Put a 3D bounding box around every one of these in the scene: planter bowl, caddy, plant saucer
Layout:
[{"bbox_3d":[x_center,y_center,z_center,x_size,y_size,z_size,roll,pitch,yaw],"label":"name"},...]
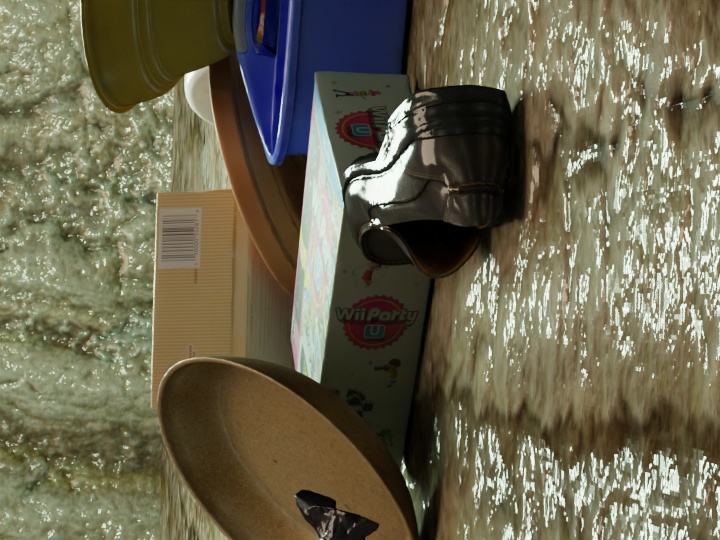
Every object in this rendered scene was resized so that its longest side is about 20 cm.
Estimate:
[{"bbox_3d":[-0.114,-0.200,1.641,0.200,0.083,0.201,7,-90,-76],"label":"planter bowl"},{"bbox_3d":[-0.031,-0.167,1.609,0.141,0.105,0.201,-115,29,-70],"label":"caddy"},{"bbox_3d":[-0.035,0.122,1.477,0.035,0.200,0.200,-43,-19,-32],"label":"plant saucer"},{"bbox_3d":[-0.054,-0.079,1.750,0.200,0.032,0.201,-17,-90,-76],"label":"plant saucer"}]

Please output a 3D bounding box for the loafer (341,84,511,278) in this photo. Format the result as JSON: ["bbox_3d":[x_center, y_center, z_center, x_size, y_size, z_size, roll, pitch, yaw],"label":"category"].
[{"bbox_3d":[0.032,-0.030,1.293,0.200,0.073,0.073,115,151,-72],"label":"loafer"}]

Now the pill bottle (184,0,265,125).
[{"bbox_3d":[-0.085,-0.220,1.953,0.114,0.114,0.201,106,163,-57],"label":"pill bottle"}]

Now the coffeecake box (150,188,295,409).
[{"bbox_3d":[-0.085,0.034,1.795,0.200,0.073,0.154,31,-122,-72],"label":"coffeecake box"}]

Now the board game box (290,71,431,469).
[{"bbox_3d":[0.000,0.000,1.516,0.148,0.064,0.201,-103,17,-56],"label":"board game box"}]

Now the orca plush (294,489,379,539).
[{"bbox_3d":[-0.018,0.223,1.473,0.071,0.105,0.201,-57,-40,-71],"label":"orca plush"}]
